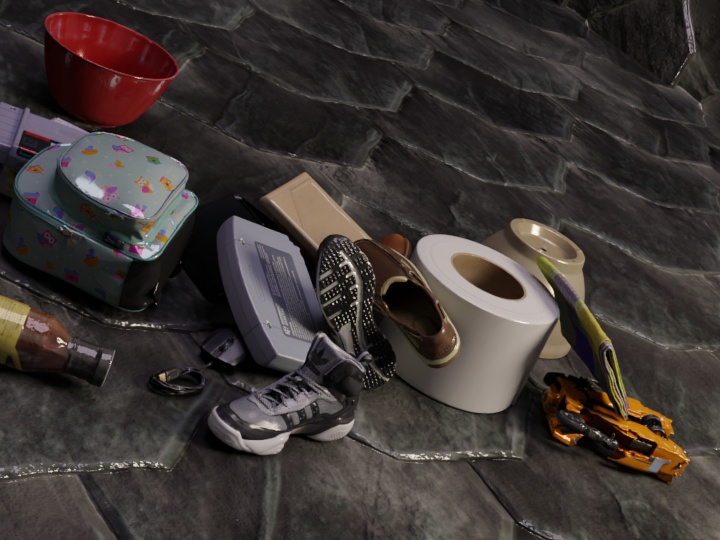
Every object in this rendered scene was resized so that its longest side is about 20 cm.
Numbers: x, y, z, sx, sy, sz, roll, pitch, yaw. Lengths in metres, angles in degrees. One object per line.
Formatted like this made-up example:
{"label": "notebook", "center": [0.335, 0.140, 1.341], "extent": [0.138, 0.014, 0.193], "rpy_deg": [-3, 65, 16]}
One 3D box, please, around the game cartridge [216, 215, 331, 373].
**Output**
{"label": "game cartridge", "center": [-0.101, 0.033, 1.668], "extent": [0.133, 0.041, 0.201], "rpy_deg": [17, 43, -44]}

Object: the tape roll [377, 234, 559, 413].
{"label": "tape roll", "center": [0.133, 0.065, 1.814], "extent": [0.201, 0.140, 0.203], "rpy_deg": [21, 23, -9]}

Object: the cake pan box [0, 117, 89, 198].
{"label": "cake pan box", "center": [-0.341, -0.114, 1.817], "extent": [0.183, 0.053, 0.200], "rpy_deg": [26, 23, -4]}

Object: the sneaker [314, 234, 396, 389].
{"label": "sneaker", "center": [-0.019, 0.044, 1.682], "extent": [0.073, 0.202, 0.080], "rpy_deg": [-23, 31, -16]}

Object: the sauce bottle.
{"label": "sauce bottle", "center": [-0.343, 0.064, 1.421], "extent": [0.198, 0.066, 0.066], "rpy_deg": [22, 23, -8]}

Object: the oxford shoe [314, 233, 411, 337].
{"label": "oxford shoe", "center": [0.000, 0.000, 1.808], "extent": [0.072, 0.071, 0.200], "rpy_deg": [56, 43, -12]}

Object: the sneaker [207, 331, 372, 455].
{"label": "sneaker", "center": [-0.069, 0.124, 1.510], "extent": [0.199, 0.115, 0.075], "rpy_deg": [-2, 34, -47]}

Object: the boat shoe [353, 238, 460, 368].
{"label": "boat shoe", "center": [0.047, 0.023, 1.695], "extent": [0.202, 0.075, 0.075], "rpy_deg": [45, -9, 31]}

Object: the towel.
{"label": "towel", "center": [0.282, 0.083, 1.814], "extent": [0.144, 0.023, 0.201], "rpy_deg": [65, -2, -41]}

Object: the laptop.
{"label": "laptop", "center": [-0.139, -0.007, 1.850], "extent": [0.200, 0.103, 0.177], "rpy_deg": [39, 7, -47]}

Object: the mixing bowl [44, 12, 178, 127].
{"label": "mixing bowl", "center": [-0.371, -0.275, 2.051], "extent": [0.198, 0.109, 0.201], "rpy_deg": [21, 23, -9]}

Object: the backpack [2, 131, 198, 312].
{"label": "backpack", "center": [-0.299, -0.065, 1.628], "extent": [0.198, 0.154, 0.176], "rpy_deg": [17, 35, 6]}

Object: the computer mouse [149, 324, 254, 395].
{"label": "computer mouse", "center": [-0.165, 0.094, 1.579], "extent": [0.058, 0.034, 0.200], "rpy_deg": [33, 24, 14]}

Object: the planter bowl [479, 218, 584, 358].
{"label": "planter bowl", "center": [0.237, 0.012, 2.038], "extent": [0.199, 0.136, 0.201], "rpy_deg": [21, 23, -9]}

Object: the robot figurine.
{"label": "robot figurine", "center": [0.315, 0.198, 1.823], "extent": [0.198, 0.059, 0.145], "rpy_deg": [21, 23, -13]}

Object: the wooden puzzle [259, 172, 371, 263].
{"label": "wooden puzzle", "center": [-0.046, -0.045, 1.948], "extent": [0.185, 0.037, 0.200], "rpy_deg": [46, 19, 2]}

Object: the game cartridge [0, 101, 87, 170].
{"label": "game cartridge", "center": [-0.358, -0.142, 1.759], "extent": [0.198, 0.039, 0.130], "rpy_deg": [19, 20, -15]}
